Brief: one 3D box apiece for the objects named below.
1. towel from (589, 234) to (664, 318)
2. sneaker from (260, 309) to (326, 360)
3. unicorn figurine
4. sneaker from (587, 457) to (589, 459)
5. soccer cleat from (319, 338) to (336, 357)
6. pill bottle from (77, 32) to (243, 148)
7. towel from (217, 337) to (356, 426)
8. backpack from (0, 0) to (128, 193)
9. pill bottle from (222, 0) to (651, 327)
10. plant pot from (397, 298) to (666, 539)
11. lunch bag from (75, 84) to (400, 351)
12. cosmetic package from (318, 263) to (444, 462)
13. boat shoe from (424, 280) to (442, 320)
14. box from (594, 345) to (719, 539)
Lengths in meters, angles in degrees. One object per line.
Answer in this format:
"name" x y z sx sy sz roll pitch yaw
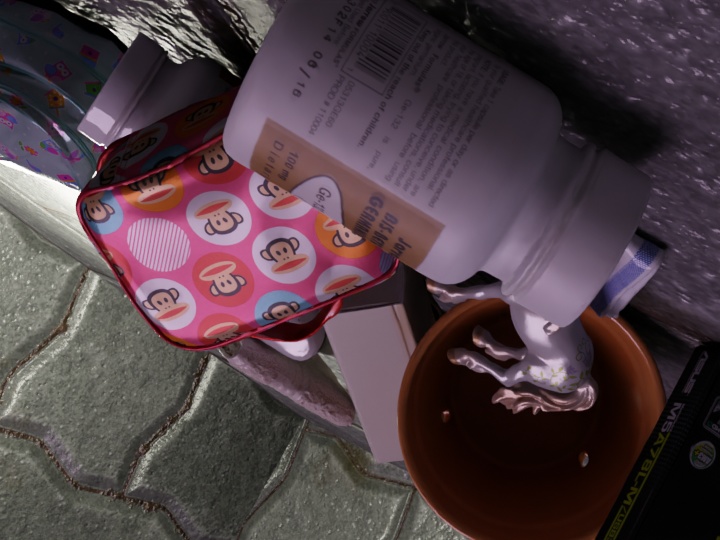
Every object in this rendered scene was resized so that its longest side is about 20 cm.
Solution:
"towel" 0.100 -0.035 0.803 0.199 0.024 0.147 30 168 6
"sneaker" -0.113 0.006 0.948 0.200 0.075 0.087 40 -150 -5
"unicorn figurine" 0.111 0.026 0.793 0.136 0.074 0.200 11 152 38
"sneaker" 0.201 0.117 1.117 0.200 0.075 0.079 47 174 -29
"soccer cleat" -0.031 0.032 1.190 0.077 0.070 0.200 29 -163 -25
"pill bottle" -0.103 -0.083 0.892 0.199 0.113 0.112 34 169 -15
"towel" -0.082 0.067 1.079 0.132 0.035 0.200 32 -176 -26
"backpack" -0.270 -0.152 1.002 0.198 0.127 0.167 22 163 25
"pill bottle" 0.040 -0.059 0.613 0.199 0.115 0.114 31 169 0
"plant pot" 0.133 0.106 0.950 0.199 0.201 0.140 30 -174 5
"lunch bag" -0.070 -0.028 0.807 0.198 0.082 0.177 -19 120 20
"cosmetic package" 0.025 0.062 1.024 0.072 0.104 0.201 -8 136 12
"boat shoe" 0.000 0.000 1.088 0.199 0.071 0.070 28 -172 -38
"box" 0.277 0.186 0.853 0.199 0.194 0.047 34 167 -14
